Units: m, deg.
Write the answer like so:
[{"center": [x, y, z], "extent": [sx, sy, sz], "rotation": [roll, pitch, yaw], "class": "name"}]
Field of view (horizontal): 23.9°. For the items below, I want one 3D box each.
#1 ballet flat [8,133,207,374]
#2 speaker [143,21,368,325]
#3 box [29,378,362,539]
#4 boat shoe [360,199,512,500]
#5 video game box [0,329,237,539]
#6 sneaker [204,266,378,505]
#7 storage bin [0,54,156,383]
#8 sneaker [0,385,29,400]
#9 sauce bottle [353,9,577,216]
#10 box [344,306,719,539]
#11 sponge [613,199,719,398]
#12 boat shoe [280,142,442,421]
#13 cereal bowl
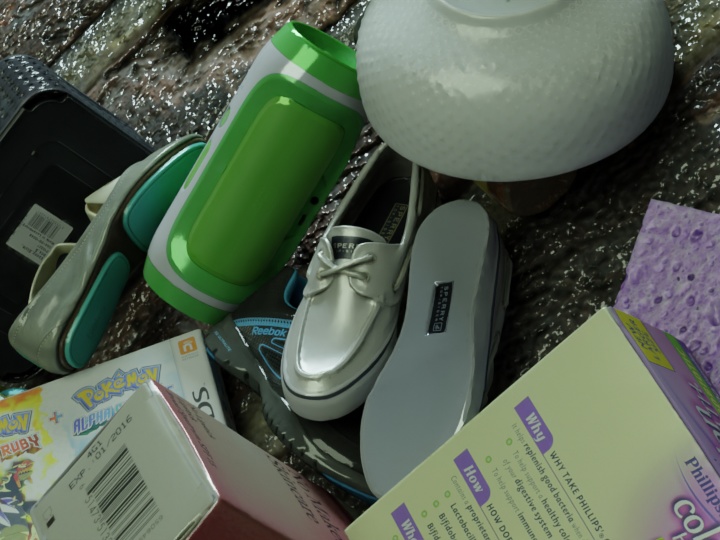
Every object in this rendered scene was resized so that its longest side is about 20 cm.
[{"center": [-0.177, -0.021, 1.174], "extent": [0.064, 0.067, 0.200], "rotation": [20, 67, 26], "class": "ballet flat"}, {"center": [-0.067, -0.063, 1.138], "extent": [0.088, 0.088, 0.200], "rotation": [46, 110, 40], "class": "speaker"}, {"center": [-0.066, 0.172, 0.958], "extent": [0.109, 0.200, 0.128], "rotation": [-49, 37, 5], "class": "box"}, {"center": [0.054, 0.058, 1.022], "extent": [0.071, 0.070, 0.200], "rotation": [-6, 57, 30], "class": "boat shoe"}, {"center": [-0.171, 0.151, 1.111], "extent": [0.200, 0.047, 0.182], "rotation": [-20, 55, 0], "class": "video game box"}, {"center": [-0.023, 0.072, 1.072], "extent": [0.082, 0.073, 0.200], "rotation": [-47, 52, 2], "class": "sneaker"}, {"center": [-0.248, -0.037, 1.230], "extent": [0.200, 0.135, 0.094], "rotation": [-52, 34, 3], "class": "storage bin"}, {"center": [-0.253, 0.158, 1.191], "extent": [0.131, 0.080, 0.200], "rotation": [-45, 51, 11], "class": "sneaker"}, {"center": [0.061, -0.112, 1.105], "extent": [0.066, 0.066, 0.200], "rotation": [-49, 50, 6], "class": "sauce bottle"}, {"center": [0.121, 0.154, 0.893], "extent": [0.200, 0.097, 0.176], "rotation": [-43, 55, 19], "class": "box"}, {"center": [0.229, 0.034, 0.937], "extent": [0.200, 0.030, 0.112], "rotation": [17, 80, 39], "class": "sponge"}, {"center": [0.000, 0.000, 1.052], "extent": [0.072, 0.066, 0.200], "rotation": [11, 51, 26], "class": "boat shoe"}, {"center": [0.092, -0.150, 1.034], "extent": [0.200, 0.083, 0.200], "rotation": [-5, 46, 5], "class": "cereal bowl"}]
